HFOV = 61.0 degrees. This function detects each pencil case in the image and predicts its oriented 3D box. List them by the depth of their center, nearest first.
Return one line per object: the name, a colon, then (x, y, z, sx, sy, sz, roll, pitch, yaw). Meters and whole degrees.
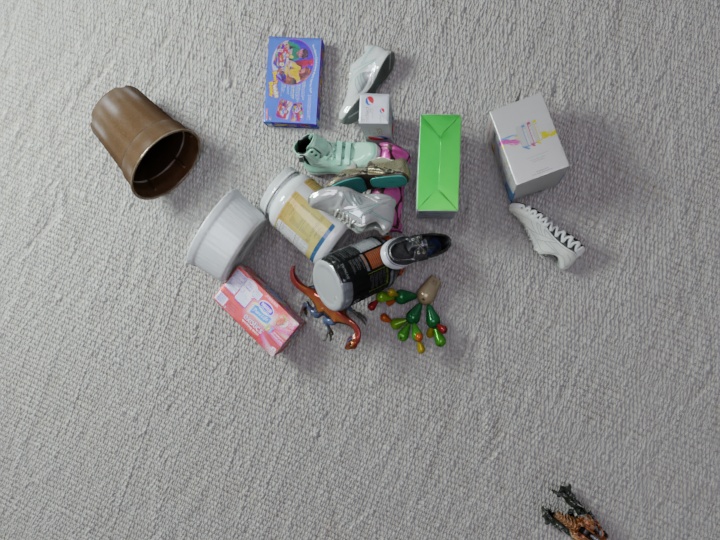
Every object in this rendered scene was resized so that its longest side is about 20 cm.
pencil case: (0.068, -0.190, 1.423, 0.090, 0.091, 0.207, 8, 88, -2)

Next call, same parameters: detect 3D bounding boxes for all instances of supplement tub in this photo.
supplement tub: (0.000, 0.000, 1.370, 0.196, 0.122, 0.126, -23, 86, -34)
supplement tub: (-0.121, -0.125, 1.410, 0.199, 0.145, 0.146, 40, 93, 5)

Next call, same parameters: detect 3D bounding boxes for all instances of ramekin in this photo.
ramekin: (-0.302, -0.075, 1.405, 0.097, 0.200, 0.203, 34, 92, -3)

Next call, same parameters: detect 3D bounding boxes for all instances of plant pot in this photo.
plant pot: (-0.515, -0.309, 1.438, 0.198, 0.200, 0.201, 42, 93, 13)

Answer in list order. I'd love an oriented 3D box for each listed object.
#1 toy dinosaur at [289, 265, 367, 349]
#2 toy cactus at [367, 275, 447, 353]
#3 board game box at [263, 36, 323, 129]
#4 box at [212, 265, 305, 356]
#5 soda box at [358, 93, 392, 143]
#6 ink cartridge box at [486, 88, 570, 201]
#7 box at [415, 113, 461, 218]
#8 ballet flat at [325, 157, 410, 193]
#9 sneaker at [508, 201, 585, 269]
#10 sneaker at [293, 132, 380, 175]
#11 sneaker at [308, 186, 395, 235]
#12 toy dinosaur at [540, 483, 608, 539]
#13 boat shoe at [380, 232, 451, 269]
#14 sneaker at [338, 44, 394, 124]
toy dinosaur: (-0.074, 0.103, 1.396, 0.180, 0.199, 0.106, 25, 78, 49)
toy cactus: (0.129, 0.085, 1.416, 0.197, 0.102, 0.167, 33, 82, 14)
board game box: (-0.159, -0.450, 1.470, 0.130, 0.045, 0.207, 4, 89, 6)
box: (-0.235, 0.093, 1.441, 0.199, 0.095, 0.103, 42, 93, 5)
soda box: (0.038, -0.336, 1.370, 0.066, 0.200, 0.066, 3, 90, 6)
ink cartridge box: (0.364, -0.284, 1.366, 0.122, 0.129, 0.206, -19, 78, 4)
box: (0.170, -0.225, 1.367, 0.093, 0.176, 0.207, 2, 89, 6)
ballet flat: (0.016, -0.213, 1.367, 0.193, 0.068, 0.077, -9, 58, 10)
sneaker: (0.413, -0.081, 1.397, 0.198, 0.075, 0.082, 39, 104, 7)
sneaker: (-0.058, -0.269, 1.394, 0.194, 0.118, 0.076, -5, 71, 21)
sneaker: (-0.017, -0.128, 1.313, 0.194, 0.070, 0.083, 7, 75, -11)
toy dinosaur: (0.476, 0.546, 1.339, 0.101, 0.135, 0.202, -39, 128, -12)
boat shoe: (0.131, -0.050, 1.364, 0.066, 0.196, 0.072, -27, 74, 47)
sneaker: (0.001, -0.440, 1.450, 0.079, 0.070, 0.203, 32, 89, 20)
